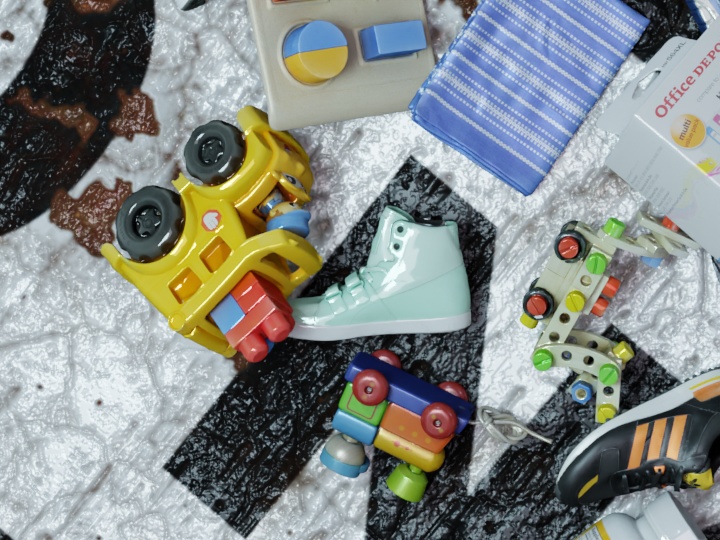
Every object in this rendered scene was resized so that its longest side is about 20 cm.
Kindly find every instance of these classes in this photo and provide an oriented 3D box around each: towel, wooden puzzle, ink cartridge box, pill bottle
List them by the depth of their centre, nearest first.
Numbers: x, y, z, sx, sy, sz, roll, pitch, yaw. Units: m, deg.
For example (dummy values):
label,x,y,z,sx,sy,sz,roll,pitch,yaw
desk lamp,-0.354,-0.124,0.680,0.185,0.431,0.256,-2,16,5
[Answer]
label,x,y,z,sx,sy,sz,roll,pitch,yaw
ink cartridge box,0.317,-0.111,1.551,0.200,0.125,0.129,41,76,7
wooden puzzle,-0.013,-0.237,1.598,0.184,0.046,0.202,-12,96,-32
pill bottle,0.224,0.292,1.618,0.199,0.113,0.113,-37,88,9
towel,0.153,-0.186,1.628,0.144,0.024,0.201,34,96,-7

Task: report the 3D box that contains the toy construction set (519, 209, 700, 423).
label,x,y,z,sx,sy,sz,roll,pitch,yaw
toy construction set,0.221,0.027,1.610,0.130,0.092,0.201,29,97,5

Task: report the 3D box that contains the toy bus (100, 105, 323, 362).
label,x,y,z,sx,sy,sz,roll,pitch,yaw
toy bus,-0.103,-0.016,1.595,0.200,0.136,0.192,-45,58,6

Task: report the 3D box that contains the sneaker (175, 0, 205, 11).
label,x,y,z,sx,sy,sz,roll,pitch,yaw
sneaker,-0.127,-0.341,1.641,0.090,0.078,0.200,44,98,5

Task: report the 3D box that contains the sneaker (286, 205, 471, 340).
label,x,y,z,sx,sy,sz,roll,pitch,yaw
sneaker,0.000,0.000,1.646,0.198,0.074,0.119,-5,100,-2

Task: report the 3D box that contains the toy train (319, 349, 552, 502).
label,x,y,z,sx,sy,sz,roll,pitch,yaw
toy train,0.065,0.166,1.651,0.199,0.085,0.117,25,107,5

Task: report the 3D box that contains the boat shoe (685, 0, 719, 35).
label,x,y,z,sx,sy,sz,roll,pitch,yaw
boat shoe,0.312,-0.287,1.595,0.072,0.072,0.201,-27,100,4

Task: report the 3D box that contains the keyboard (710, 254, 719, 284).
label,x,y,z,sx,sy,sz,roll,pitch,yaw
keyboard,0.428,-0.014,1.617,0.199,0.021,0.128,-29,89,9

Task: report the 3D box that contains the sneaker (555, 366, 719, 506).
label,x,y,z,sx,sy,sz,roll,pitch,yaw
sneaker,0.272,0.168,1.594,0.199,0.070,0.090,-29,53,-5
